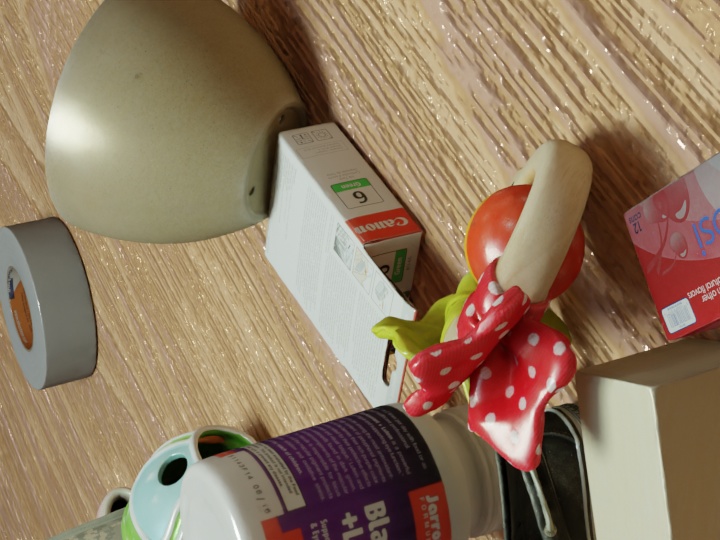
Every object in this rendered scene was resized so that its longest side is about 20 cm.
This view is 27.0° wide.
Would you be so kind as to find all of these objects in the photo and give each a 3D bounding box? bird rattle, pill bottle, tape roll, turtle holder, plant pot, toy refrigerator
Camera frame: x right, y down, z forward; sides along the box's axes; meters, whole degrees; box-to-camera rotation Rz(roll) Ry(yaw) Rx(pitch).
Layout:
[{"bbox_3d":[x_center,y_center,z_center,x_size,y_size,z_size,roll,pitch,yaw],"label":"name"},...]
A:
[{"bbox_3d":[0.069,0.006,0.770,0.200,0.112,0.165,63,-130,-82],"label":"bird rattle"},{"bbox_3d":[-0.001,0.146,0.922,0.111,0.198,0.113,39,136,51],"label":"pill bottle"},{"bbox_3d":[-0.383,0.040,1.821,0.200,0.065,0.203,38,134,54],"label":"tape roll"},{"bbox_3d":[-0.133,0.220,1.290,0.186,0.139,0.133,-81,13,-60],"label":"turtle holder"},{"bbox_3d":[-0.117,-0.103,1.099,0.133,0.200,0.202,21,129,18],"label":"plant pot"},{"bbox_3d":[0.162,0.141,0.728,0.070,0.075,0.203,7,108,63],"label":"toy refrigerator"}]

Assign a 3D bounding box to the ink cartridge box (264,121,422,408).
[{"bbox_3d":[0.000,0.000,1.027,0.200,0.050,0.110,52,145,40],"label":"ink cartridge box"}]

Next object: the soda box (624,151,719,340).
[{"bbox_3d":[0.190,-0.032,0.592,0.200,0.069,0.064,-38,67,63],"label":"soda box"}]

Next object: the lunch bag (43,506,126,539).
[{"bbox_3d":[-0.241,0.337,1.511,0.165,0.198,0.118,62,151,26],"label":"lunch bag"}]

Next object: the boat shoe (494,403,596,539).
[{"bbox_3d":[0.109,0.179,0.866,0.071,0.063,0.203,12,113,62],"label":"boat shoe"}]

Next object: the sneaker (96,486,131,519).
[{"bbox_3d":[-0.251,0.336,1.673,0.105,0.074,0.202,114,140,-59],"label":"sneaker"}]
